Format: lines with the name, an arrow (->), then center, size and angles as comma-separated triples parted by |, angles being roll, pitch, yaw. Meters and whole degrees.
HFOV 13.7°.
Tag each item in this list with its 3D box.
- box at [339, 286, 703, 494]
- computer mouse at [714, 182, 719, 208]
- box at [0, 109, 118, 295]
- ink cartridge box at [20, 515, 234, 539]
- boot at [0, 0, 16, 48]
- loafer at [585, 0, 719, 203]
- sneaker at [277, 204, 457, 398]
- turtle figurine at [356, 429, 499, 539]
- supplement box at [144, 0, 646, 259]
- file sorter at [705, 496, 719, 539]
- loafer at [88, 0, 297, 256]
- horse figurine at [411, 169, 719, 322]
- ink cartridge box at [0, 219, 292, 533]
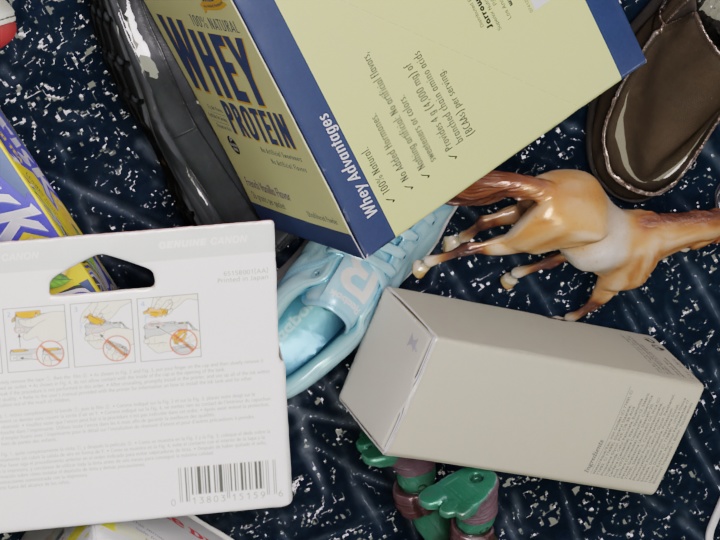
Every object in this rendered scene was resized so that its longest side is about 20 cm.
box -> 0.095, 0.071, 1.747 | 0.199, 0.068, 0.082 | 13, 111, -33
computer mouse -> 0.305, -0.071, 1.788 | 0.199, 0.034, 0.059 | -17, 102, 4
box -> -0.206, -0.032, 1.694 | 0.064, 0.070, 0.200 | -31, 111, 4
ink cartridge box -> -0.119, 0.211, 1.725 | 0.145, 0.200, 0.084 | 35, 104, -18
boot -> -0.244, -0.050, 1.596 | 0.199, 0.072, 0.145 | -29, 89, 17
loafer -> 0.192, -0.127, 1.724 | 0.073, 0.071, 0.201 | 22, 104, -15
sneaker -> 0.000, 0.000, 1.732 | 0.074, 0.082, 0.200 | 32, 101, -19
turtle figurine -> 0.050, 0.190, 1.801 | 0.149, 0.101, 0.201 | 17, 132, 31
supplement box -> 0.009, -0.149, 1.624 | 0.199, 0.134, 0.201 | -35, 112, -17
file sorter -> 0.301, 0.174, 1.779 | 0.138, 0.200, 0.125 | 16, 108, -14
loafer -> -0.092, -0.092, 1.697 | 0.070, 0.068, 0.201 | -31, 114, -11
horse figurine -> 0.115, -0.020, 1.722 | 0.132, 0.050, 0.200 | -26, 146, 33
ink cartridge box -> -0.142, 0.055, 1.675 | 0.199, 0.044, 0.175 | -5, 110, -7
